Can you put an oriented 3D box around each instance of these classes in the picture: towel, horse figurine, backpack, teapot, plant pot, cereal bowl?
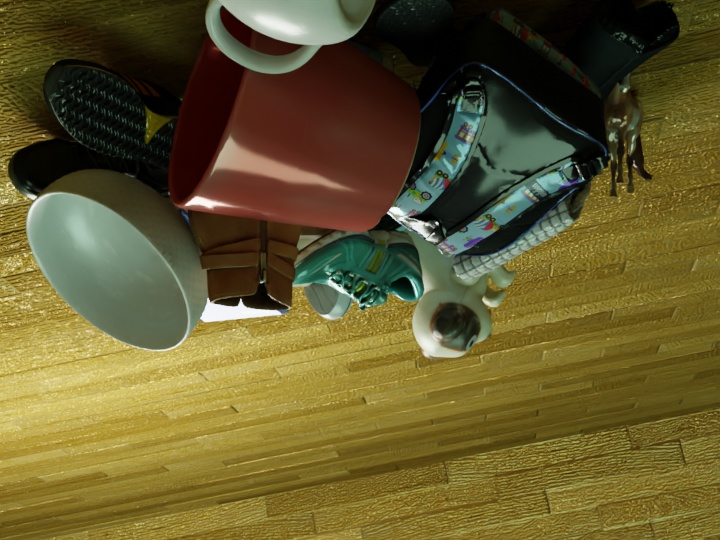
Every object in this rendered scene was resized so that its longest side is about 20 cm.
[{"bbox_3d":[0.185,-0.086,1.371,0.165,0.086,0.200,-32,-169,30],"label":"towel"},{"bbox_3d":[0.294,-0.157,1.324,0.049,0.135,0.200,3,174,22],"label":"horse figurine"},{"bbox_3d":[0.114,-0.117,1.114,0.181,0.135,0.200,30,131,-17],"label":"backpack"},{"bbox_3d":[-0.066,-0.252,0.820,0.144,0.203,0.197,7,-179,14],"label":"teapot"},{"bbox_3d":[-0.055,-0.127,1.044,0.175,0.203,0.200,17,149,-24],"label":"plant pot"},{"bbox_3d":[-0.228,-0.021,1.163,0.198,0.084,0.202,22,141,19],"label":"cereal bowl"}]

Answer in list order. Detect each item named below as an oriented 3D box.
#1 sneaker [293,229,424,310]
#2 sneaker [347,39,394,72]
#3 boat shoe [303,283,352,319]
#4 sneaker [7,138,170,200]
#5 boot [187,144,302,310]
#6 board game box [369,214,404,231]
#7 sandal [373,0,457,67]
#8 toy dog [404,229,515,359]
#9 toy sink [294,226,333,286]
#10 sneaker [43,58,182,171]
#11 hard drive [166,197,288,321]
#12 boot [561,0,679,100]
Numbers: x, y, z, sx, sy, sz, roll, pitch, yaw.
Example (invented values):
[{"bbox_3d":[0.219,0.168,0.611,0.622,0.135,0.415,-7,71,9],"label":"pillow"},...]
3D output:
[{"bbox_3d":[0.000,0.000,1.250,0.198,0.081,0.077,-1,155,-45],"label":"sneaker"},{"bbox_3d":[-0.059,-0.176,1.177,0.089,0.079,0.199,29,136,-32],"label":"sneaker"},{"bbox_3d":[-0.030,-0.012,1.420,0.066,0.201,0.074,21,122,-30],"label":"boat shoe"},{"bbox_3d":[-0.256,-0.116,1.206,0.197,0.077,0.114,2,155,-36],"label":"sneaker"},{"bbox_3d":[-0.074,-0.041,1.143,0.198,0.157,0.076,3,160,-39],"label":"boot"},{"bbox_3d":[0.047,-0.062,1.405,0.134,0.028,0.200,-31,178,9],"label":"board game box"},{"bbox_3d":[0.055,-0.237,1.099,0.074,0.046,0.200,-8,174,10],"label":"sandal"},{"bbox_3d":[0.109,0.012,1.525,0.191,0.202,0.140,-2,157,-22],"label":"toy dog"},{"bbox_3d":[-0.083,-0.079,1.302,0.111,0.132,0.200,0,158,-24],"label":"toy sink"},{"bbox_3d":[-0.228,-0.152,1.107,0.199,0.090,0.070,21,106,-50],"label":"sneaker"},{"bbox_3d":[-0.181,-0.008,1.284,0.131,0.026,0.200,-6,145,33],"label":"hard drive"},{"bbox_3d":[0.197,-0.213,1.163,0.198,0.077,0.168,-4,160,-23],"label":"boot"}]
